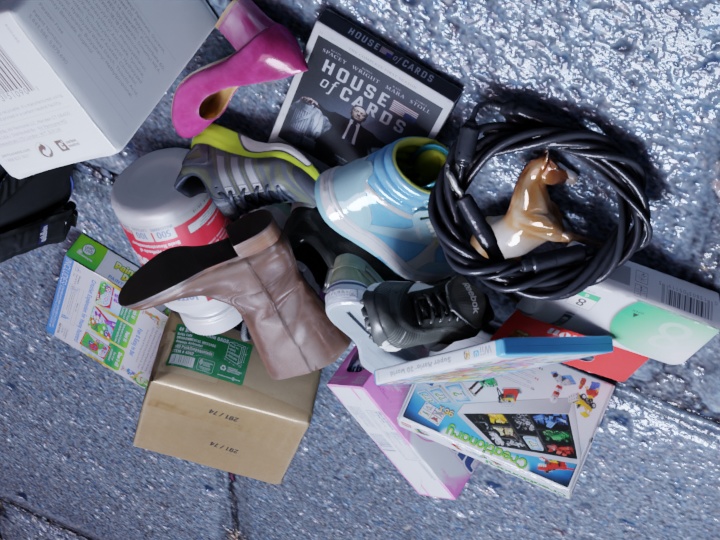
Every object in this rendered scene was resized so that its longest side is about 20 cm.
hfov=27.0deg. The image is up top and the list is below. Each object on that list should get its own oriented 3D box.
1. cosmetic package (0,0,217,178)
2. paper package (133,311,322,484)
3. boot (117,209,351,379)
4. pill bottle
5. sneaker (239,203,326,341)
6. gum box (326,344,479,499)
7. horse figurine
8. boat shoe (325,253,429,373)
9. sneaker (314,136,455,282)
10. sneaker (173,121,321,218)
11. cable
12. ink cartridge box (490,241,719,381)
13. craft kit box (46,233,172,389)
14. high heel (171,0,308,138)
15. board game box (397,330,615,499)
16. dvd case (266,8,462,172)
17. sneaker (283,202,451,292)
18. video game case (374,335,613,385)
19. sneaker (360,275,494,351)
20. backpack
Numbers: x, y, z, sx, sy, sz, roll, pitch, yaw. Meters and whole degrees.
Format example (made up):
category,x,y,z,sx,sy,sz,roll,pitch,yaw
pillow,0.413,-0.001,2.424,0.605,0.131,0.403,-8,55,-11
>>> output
category,x,y,z,sx,sy,sz,roll,pitch,yaw
cosmetic package,-0.274,-0.221,1.404,0.164,0.201,0.165,-7,130,41
paper package,-0.161,0.158,1.827,0.199,0.104,0.191,16,145,-7
boot,-0.124,0.053,1.534,0.185,0.064,0.201,-24,129,8
pill bottle,-0.190,-0.027,1.653,0.112,0.113,0.201,8,139,29
sneaker,-0.082,0.032,1.620,0.200,0.140,0.078,47,142,-20
gum box,0.061,0.145,1.668,0.066,0.114,0.200,-1,134,51
horse figurine,0.161,-0.027,1.451,0.132,0.050,0.200,35,142,-18
boat shoe,0.023,0.051,1.524,0.071,0.062,0.200,-4,150,20
sneaker,0.066,-0.058,1.438,0.130,0.080,0.199,-26,145,35
sneaker,-0.105,-0.085,1.513,0.199,0.081,0.074,18,161,37
cable,0.163,-0.053,1.340,0.199,0.164,0.051,22,-176,0
ink cartridge box,0.234,0.061,1.470,0.160,0.050,0.200,18,144,-11
craft kit box,-0.295,0.066,1.906,0.197,0.049,0.200,34,145,1
high heel,-0.118,-0.171,1.457,0.096,0.067,0.200,48,133,10
board game box,0.154,0.143,1.592,0.199,0.127,0.035,22,163,13
dvd case,-0.001,-0.146,1.446,0.150,0.025,0.200,30,146,1
sneaker,0.000,0.000,1.565,0.199,0.091,0.067,28,146,4
video game case,0.127,0.089,1.464,0.142,0.018,0.199,1,168,-36
sneaker,0.070,0.036,1.436,0.090,0.067,0.200,-21,167,23
backpack,-0.417,-0.105,1.661,0.154,0.190,0.201,39,147,17
